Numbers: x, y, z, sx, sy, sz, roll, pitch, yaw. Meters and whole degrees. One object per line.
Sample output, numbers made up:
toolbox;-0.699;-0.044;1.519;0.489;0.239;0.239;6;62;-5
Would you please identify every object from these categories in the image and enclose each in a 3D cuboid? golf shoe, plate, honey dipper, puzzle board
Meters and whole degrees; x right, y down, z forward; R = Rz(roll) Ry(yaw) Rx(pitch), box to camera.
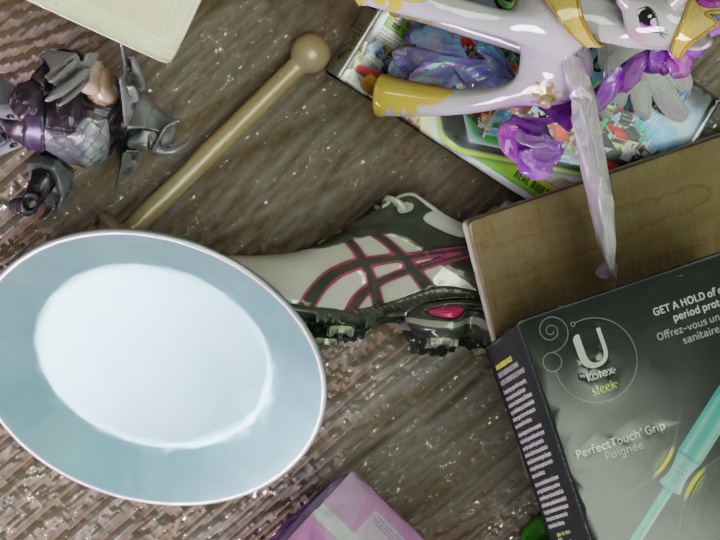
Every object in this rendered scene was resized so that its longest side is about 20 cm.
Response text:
golf shoe;0.000;0.000;1.685;0.199;0.077;0.089;5;82;-17
plate;-0.114;0.049;1.646;0.199;0.026;0.201;6;131;7
honey dipper;-0.090;-0.057;1.664;0.200;0.038;0.038;-44;106;-3
puzzle board;0.160;0.015;1.691;0.199;0.017;0.152;-19;103;-21

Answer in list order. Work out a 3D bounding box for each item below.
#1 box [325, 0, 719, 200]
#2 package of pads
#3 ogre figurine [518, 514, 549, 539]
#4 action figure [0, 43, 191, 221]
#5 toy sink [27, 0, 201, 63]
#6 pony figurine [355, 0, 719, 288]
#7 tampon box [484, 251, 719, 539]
box;0.092;-0.104;1.693;0.199;0.035;0.110;31;93;-16
package of pads;0.030;0.209;1.671;0.200;0.121;0.076;44;70;1
ogre figurine;0.142;0.159;1.712;0.199;0.120;0.098;-32;106;-4
action figure;-0.189;-0.080;1.609;0.199;0.070;0.131;7;139;-2
toy sink;-0.172;-0.206;1.569;0.199;0.130;0.113;24;95;-14
pony figurine;0.106;-0.108;1.595;0.199;0.194;0.167;10;58;13
tampon box;0.172;0.103;1.588;0.149;0.126;0.201;-18;85;-8
